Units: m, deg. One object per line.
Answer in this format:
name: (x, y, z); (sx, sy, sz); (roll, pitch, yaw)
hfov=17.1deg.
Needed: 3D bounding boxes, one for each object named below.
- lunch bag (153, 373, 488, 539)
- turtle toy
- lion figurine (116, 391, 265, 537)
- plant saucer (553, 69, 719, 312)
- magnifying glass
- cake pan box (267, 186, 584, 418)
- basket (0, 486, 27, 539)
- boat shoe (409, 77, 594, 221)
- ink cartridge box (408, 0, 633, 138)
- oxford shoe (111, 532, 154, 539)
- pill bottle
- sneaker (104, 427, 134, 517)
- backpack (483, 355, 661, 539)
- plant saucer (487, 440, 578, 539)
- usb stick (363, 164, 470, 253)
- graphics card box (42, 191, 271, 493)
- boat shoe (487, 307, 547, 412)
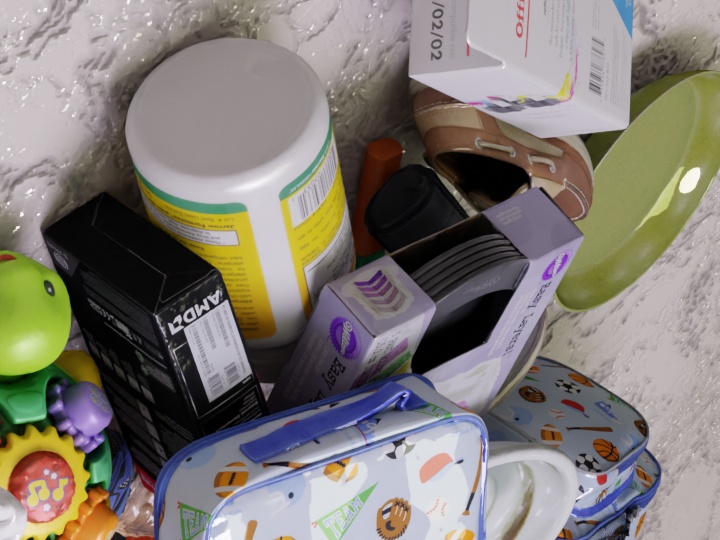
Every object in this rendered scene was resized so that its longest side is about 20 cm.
lunch bag: (-0.017, 0.143, 1.329); (0.199, 0.075, 0.161); (-18, 120, -29)
turtle toy: (-0.194, 0.088, 1.308); (0.145, 0.101, 0.201); (-9, 101, -31)
lion figurine: (-0.077, 0.156, 1.521); (0.200, 0.072, 0.123); (43, 58, -23)
plant saucer: (0.192, -0.062, 1.694); (0.200, 0.031, 0.201); (-38, 149, -27)
magnifying glass: (0.000, 0.000, 1.555); (0.079, 0.022, 0.201); (-23, 141, -35)
cake pan box: (0.029, 0.050, 1.429); (0.184, 0.052, 0.200); (-26, 153, -41)
basket: (-0.313, 0.139, 1.189); (0.199, 0.161, 0.200); (-54, 147, 8)
boat shoe: (0.089, -0.065, 1.522); (0.075, 0.072, 0.200); (-13, 153, 30)
ink cartridge box: (0.087, -0.157, 1.403); (0.200, 0.067, 0.116); (19, 71, -56)
oxford shoe: (-0.121, 0.183, 1.572); (0.072, 0.071, 0.199); (-36, 162, 37)
pill bottle: (-0.062, -0.027, 1.364); (0.113, 0.113, 0.201); (-36, 145, -19)
sneaker: (-0.216, 0.147, 1.399); (0.200, 0.075, 0.079); (-33, 141, -27)
backpack: (0.120, 0.147, 1.714); (0.155, 0.200, 0.190); (-60, 159, 20)
plant saucer: (0.046, 0.167, 1.545); (0.199, 0.050, 0.201); (-26, 148, -17)
usb stick: (0.048, -0.020, 1.546); (0.055, 0.033, 0.200); (-47, 159, 0)
graphics card box: (-0.103, 0.065, 1.356); (0.051, 0.125, 0.201); (-34, 129, -20)
boat shoe: (0.040, 0.068, 1.584); (0.200, 0.074, 0.073); (-38, 145, -11)
